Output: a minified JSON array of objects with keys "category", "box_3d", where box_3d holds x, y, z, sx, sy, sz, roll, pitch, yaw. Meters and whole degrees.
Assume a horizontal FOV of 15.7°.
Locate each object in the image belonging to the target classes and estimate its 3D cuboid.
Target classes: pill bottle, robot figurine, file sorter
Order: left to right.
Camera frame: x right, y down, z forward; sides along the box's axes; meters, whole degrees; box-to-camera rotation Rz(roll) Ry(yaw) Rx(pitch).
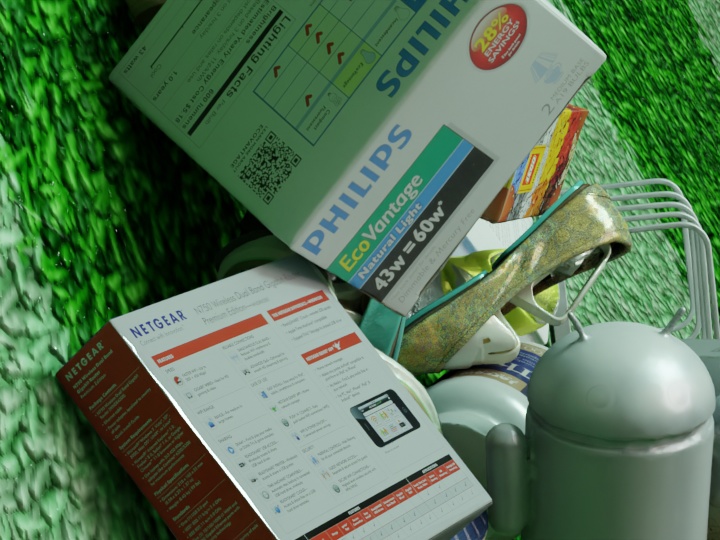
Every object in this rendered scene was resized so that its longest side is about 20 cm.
[{"category":"pill bottle","box_3d":[0.081,0.116,1.693,0.111,0.111,0.200,64,18,-2]},{"category":"robot figurine","box_3d":[0.154,0.116,1.569,0.113,0.169,0.200,-138,-135,-60]},{"category":"file sorter","box_3d":[0.205,0.012,2.025,0.200,0.124,0.139,-83,166,-78]}]

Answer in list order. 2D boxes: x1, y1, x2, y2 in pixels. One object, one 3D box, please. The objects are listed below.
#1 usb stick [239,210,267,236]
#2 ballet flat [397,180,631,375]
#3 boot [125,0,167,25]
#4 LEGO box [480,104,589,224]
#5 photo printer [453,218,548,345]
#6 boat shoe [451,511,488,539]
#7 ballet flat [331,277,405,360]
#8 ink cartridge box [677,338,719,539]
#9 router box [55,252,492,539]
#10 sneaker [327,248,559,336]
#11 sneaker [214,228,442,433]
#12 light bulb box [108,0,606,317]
[{"category":"usb stick","box_3d":[-0.011,-0.096,1.606,0.055,0.200,0.033,28,-1,37]},{"category":"ballet flat","box_3d":[0.096,0.020,1.677,0.071,0.200,0.071,45,-19,21]},{"category":"boot","box_3d":[-0.080,-0.235,1.636,0.201,0.071,0.144,-10,75,-29]},{"category":"LEGO box","box_3d":[0.030,-0.101,1.700,0.149,0.200,0.077,-12,121,-71]},{"category":"photo printer","box_3d":[0.061,-0.043,1.902,0.200,0.069,0.166,51,22,-36]},{"category":"boat shoe","box_3d":[0.006,0.165,1.483,0.200,0.072,0.072,-11,74,-63]},{"category":"ballet flat","box_3d":[0.000,0.000,1.604,0.070,0.200,0.067,11,19,-25]},{"category":"ink cartridge box","box_3d":[0.228,0.131,1.652,0.044,0.200,0.174,-20,101,-37]},{"category":"router box","box_3d":[-0.040,0.089,1.372,0.180,0.049,0.200,52,28,10]},{"category":"sneaker","box_3d":[0.035,0.025,1.765,0.200,0.105,0.076,5,74,-36]},{"category":"sneaker","box_3d":[-0.026,0.075,1.542,0.200,0.077,0.089,50,32,-20]},{"category":"light bulb box","box_3d":[-0.004,-0.117,1.508,0.200,0.198,0.125,43,7,39]}]
